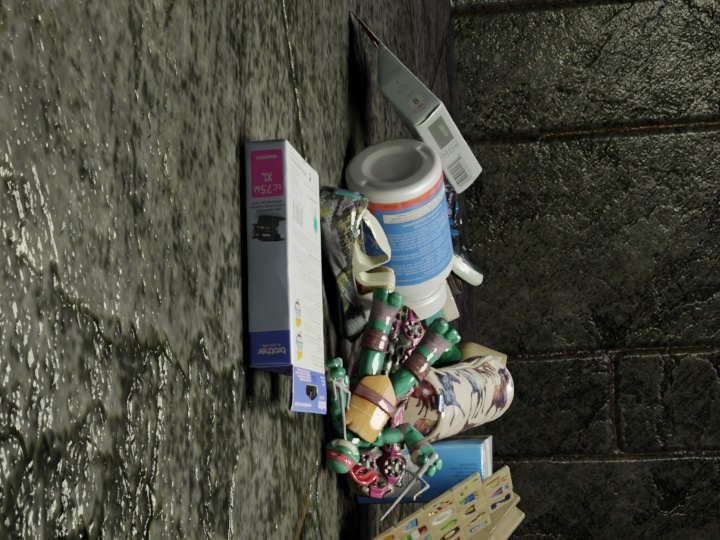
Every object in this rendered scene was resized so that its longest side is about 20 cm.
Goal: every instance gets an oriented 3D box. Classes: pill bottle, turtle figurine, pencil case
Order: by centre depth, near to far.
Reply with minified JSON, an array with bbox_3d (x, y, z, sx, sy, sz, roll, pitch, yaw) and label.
[{"bbox_3d":[0.013,0.126,1.107,0.149,0.100,0.202,37,64,-23],"label":"turtle figurine"},{"bbox_3d":[0.104,0.141,1.311,0.199,0.077,0.090,-4,116,-58],"label":"pencil case"},{"bbox_3d":[0.050,-0.041,1.339,0.113,0.111,0.202,-82,164,-50],"label":"pill bottle"}]

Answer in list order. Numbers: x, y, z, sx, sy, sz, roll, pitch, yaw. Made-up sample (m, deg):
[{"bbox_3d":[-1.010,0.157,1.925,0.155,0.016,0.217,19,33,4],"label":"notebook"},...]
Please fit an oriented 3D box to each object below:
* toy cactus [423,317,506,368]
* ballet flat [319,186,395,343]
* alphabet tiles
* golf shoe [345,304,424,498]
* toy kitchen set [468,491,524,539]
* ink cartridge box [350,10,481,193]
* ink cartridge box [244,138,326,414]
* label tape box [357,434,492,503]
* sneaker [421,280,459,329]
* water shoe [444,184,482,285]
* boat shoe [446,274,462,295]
[{"bbox_3d":[0.103,0.099,1.457,0.200,0.163,0.103,90,12,-67],"label":"toy cactus"},{"bbox_3d":[0.000,0.000,1.160,0.073,0.071,0.202,-83,167,-45],"label":"ballet flat"},{"bbox_3d":[0.075,0.275,1.208,0.006,0.199,0.167,55,-7,29],"label":"alphabet tiles"},{"bbox_3d":[0.016,0.135,1.206,0.092,0.072,0.203,151,-48,-73],"label":"golf shoe"},{"bbox_3d":[0.145,0.432,1.889,0.200,0.180,0.164,-46,147,-17],"label":"toy kitchen set"},{"bbox_3d":[0.055,-0.203,1.397,0.200,0.057,0.163,47,0,34],"label":"ink cartridge box"},{"bbox_3d":[-0.057,0.010,0.897,0.119,0.041,0.203,39,47,-78],"label":"ink cartridge box"},{"bbox_3d":[0.080,0.228,1.339,0.200,0.141,0.067,33,53,-78],"label":"label tape box"},{"bbox_3d":[0.056,-0.011,1.512,0.202,0.079,0.071,65,-3,-7],"label":"sneaker"},{"bbox_3d":[0.097,-0.069,1.439,0.200,0.079,0.071,46,-2,-5],"label":"water shoe"},{"bbox_3d":[0.145,-0.039,2.055,0.072,0.064,0.202,-75,159,-57],"label":"boat shoe"}]
